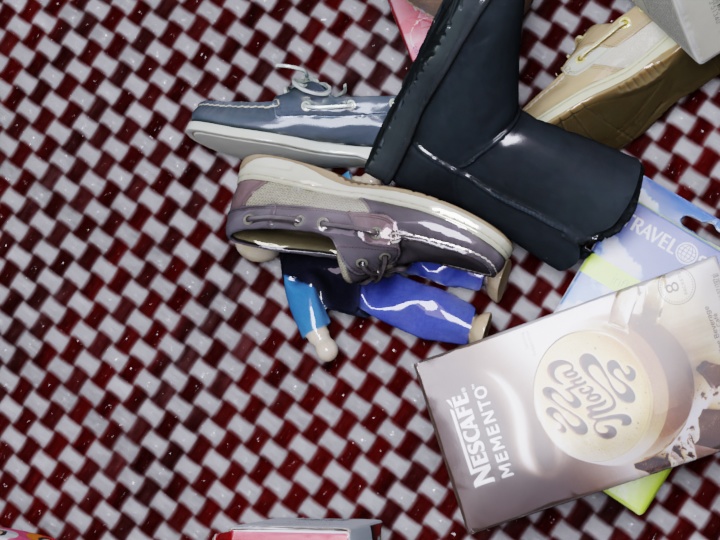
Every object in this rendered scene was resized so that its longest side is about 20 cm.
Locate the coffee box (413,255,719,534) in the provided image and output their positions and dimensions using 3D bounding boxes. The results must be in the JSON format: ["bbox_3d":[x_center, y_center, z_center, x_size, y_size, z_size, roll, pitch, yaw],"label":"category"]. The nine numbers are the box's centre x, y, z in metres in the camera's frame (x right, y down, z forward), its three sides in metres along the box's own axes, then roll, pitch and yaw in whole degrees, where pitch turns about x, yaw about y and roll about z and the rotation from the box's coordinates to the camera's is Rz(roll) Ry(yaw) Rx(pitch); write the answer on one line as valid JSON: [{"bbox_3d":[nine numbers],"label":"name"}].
[{"bbox_3d":[0.146,0.080,0.861,0.197,0.080,0.115,-21,81,8],"label":"coffee box"}]

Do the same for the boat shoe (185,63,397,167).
[{"bbox_3d":[-0.024,-0.107,0.968,0.197,0.075,0.063,5,85,10],"label":"boat shoe"}]

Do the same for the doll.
[{"bbox_3d":[0.000,0.000,0.962,0.197,0.048,0.138,19,83,12],"label":"doll"}]

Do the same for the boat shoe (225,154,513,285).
[{"bbox_3d":[0.002,-0.022,0.908,0.197,0.072,0.066,17,75,15],"label":"boat shoe"}]

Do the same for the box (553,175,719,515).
[{"bbox_3d":[0.190,0.047,0.922,0.121,0.048,0.202,31,89,12],"label":"box"}]

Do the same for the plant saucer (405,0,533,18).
[{"bbox_3d":[0.058,-0.259,0.925,0.032,0.198,0.203,-31,75,45],"label":"plant saucer"}]

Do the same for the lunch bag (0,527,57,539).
[{"bbox_3d":[-0.295,0.280,0.961,0.173,0.082,0.203,6,84,12],"label":"lunch bag"}]

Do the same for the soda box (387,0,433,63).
[{"bbox_3d":[0.039,-0.239,0.981,0.069,0.063,0.203,-22,79,7],"label":"soda box"}]

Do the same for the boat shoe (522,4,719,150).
[{"bbox_3d":[0.180,-0.138,0.943,0.198,0.074,0.067,-32,54,12],"label":"boat shoe"}]

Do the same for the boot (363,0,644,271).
[{"bbox_3d":[0.109,-0.097,0.864,0.166,0.201,0.077,23,46,-6],"label":"boot"}]

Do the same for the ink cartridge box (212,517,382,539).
[{"bbox_3d":[-0.038,0.264,0.868,0.082,0.176,0.203,-1,83,10],"label":"ink cartridge box"}]

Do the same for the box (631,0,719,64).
[{"bbox_3d":[0.189,-0.225,0.893,0.068,0.082,0.201,-33,44,4],"label":"box"}]
